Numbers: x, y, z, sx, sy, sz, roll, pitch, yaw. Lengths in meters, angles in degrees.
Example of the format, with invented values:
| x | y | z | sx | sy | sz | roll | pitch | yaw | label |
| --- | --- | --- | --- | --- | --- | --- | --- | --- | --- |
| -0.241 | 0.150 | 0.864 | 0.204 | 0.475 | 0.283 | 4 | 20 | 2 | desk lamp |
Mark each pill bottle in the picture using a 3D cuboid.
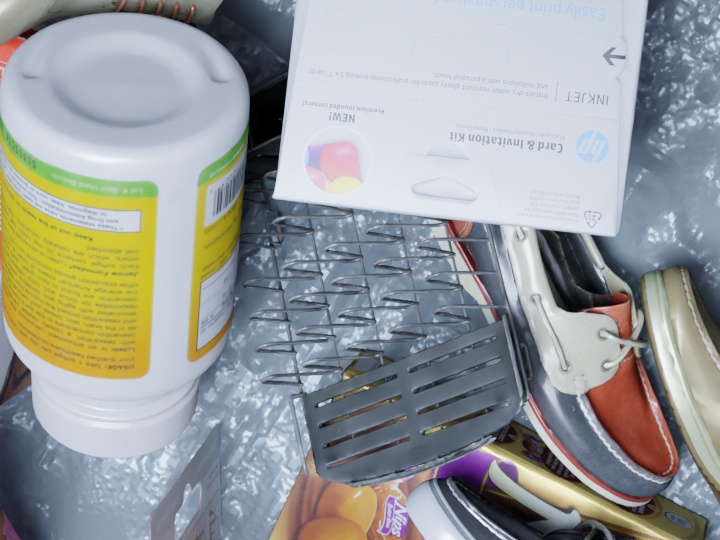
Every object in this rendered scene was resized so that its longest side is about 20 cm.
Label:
| x | y | z | sx | sy | sz | roll | pitch | yaw | label |
| --- | --- | --- | --- | --- | --- | --- | --- | --- | --- |
| -0.113 | -0.010 | 1.037 | 0.111 | 0.111 | 0.200 | 15 | 132 | 9 | pill bottle |

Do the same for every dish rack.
| x | y | z | sx | sy | sz | roll | pitch | yaw | label |
| --- | --- | --- | --- | --- | --- | --- | --- | --- | --- |
| 0.000 | 0.000 | 1.062 | 0.153 | 0.055 | 0.200 | -24 | 73 | 37 | dish rack |

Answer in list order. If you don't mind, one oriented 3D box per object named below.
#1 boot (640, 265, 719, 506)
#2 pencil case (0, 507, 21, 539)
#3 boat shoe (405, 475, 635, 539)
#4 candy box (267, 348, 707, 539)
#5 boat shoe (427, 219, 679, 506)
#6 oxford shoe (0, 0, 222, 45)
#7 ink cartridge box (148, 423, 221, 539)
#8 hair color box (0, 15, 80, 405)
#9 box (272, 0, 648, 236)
| x | y | z | sx | sy | sz | roll | pitch | yaw | label |
| --- | --- | --- | --- | --- | --- | --- | --- | --- | --- |
| 0.235 | 0.063 | 1.064 | 0.155 | 0.072 | 0.200 | -26 | 99 | 17 | boot |
| -0.206 | 0.152 | 1.126 | 0.086 | 0.083 | 0.200 | 24 | 152 | 24 | pencil case |
| 0.114 | 0.155 | 1.060 | 0.200 | 0.070 | 0.066 | 41 | 100 | 0 | boat shoe |
| 0.062 | 0.138 | 1.129 | 0.200 | 0.056 | 0.117 | 26 | 107 | 4 | candy box |
| 0.103 | 0.022 | 1.080 | 0.063 | 0.071 | 0.200 | -30 | 90 | 36 | boat shoe |
| -0.101 | -0.142 | 1.042 | 0.200 | 0.071 | 0.074 | -30 | 99 | -25 | oxford shoe |
| -0.105 | 0.196 | 1.125 | 0.057 | 0.163 | 0.200 | -3 | 102 | 9 | ink cartridge box |
| -0.182 | -0.032 | 1.114 | 0.064 | 0.111 | 0.200 | 21 | 107 | 9 | hair color box |
| 0.050 | -0.122 | 0.980 | 0.156 | 0.041 | 0.200 | 6 | 92 | 7 | box |
